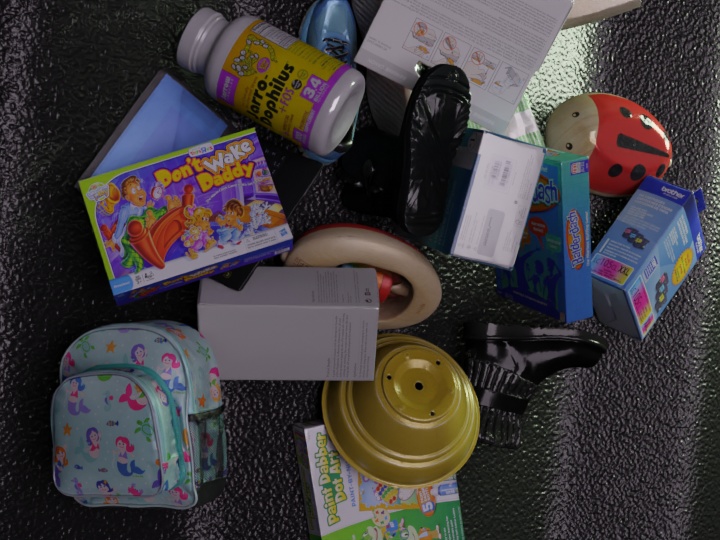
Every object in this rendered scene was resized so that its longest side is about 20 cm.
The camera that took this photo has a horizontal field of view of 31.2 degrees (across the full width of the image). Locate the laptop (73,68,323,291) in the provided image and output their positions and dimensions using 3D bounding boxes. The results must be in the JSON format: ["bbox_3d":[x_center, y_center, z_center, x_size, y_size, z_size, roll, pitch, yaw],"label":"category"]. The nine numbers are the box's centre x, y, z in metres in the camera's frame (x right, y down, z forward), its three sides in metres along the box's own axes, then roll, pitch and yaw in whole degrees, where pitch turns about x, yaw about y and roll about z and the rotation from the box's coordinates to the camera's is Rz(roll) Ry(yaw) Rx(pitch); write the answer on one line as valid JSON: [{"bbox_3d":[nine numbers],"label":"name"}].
[{"bbox_3d":[-0.177,-0.104,1.436,0.178,0.199,0.103,-57,149,-15],"label":"laptop"}]

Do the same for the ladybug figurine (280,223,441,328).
[{"bbox_3d":[0.000,0.000,1.525,0.199,0.136,0.072,20,39,-19],"label":"ladybug figurine"}]

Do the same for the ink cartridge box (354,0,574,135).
[{"bbox_3d":[0.118,-0.279,1.488,0.199,0.045,0.177,27,108,-1],"label":"ink cartridge box"}]

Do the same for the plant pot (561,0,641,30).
[{"bbox_3d":[0.193,-0.374,1.570,0.177,0.200,0.200,-27,104,-8],"label":"plant pot"}]

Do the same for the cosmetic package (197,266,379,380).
[{"bbox_3d":[-0.082,0.060,1.451,0.199,0.085,0.108,3,124,-4],"label":"cosmetic package"}]

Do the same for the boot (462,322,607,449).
[{"bbox_3d":[0.216,0.151,1.659,0.210,0.079,0.159,4,83,-16],"label":"boot"}]

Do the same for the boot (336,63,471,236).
[{"bbox_3d":[0.043,-0.150,1.500,0.076,0.168,0.201,2,105,-32],"label":"boot"}]

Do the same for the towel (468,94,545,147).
[{"bbox_3d":[0.163,-0.180,1.651,0.152,0.023,0.201,-26,104,-22],"label":"towel"}]

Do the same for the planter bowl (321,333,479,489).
[{"bbox_3d":[0.059,0.151,1.532,0.199,0.084,0.201,6,62,-12],"label":"planter bowl"}]

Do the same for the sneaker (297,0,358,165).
[{"bbox_3d":[-0.024,-0.226,1.519,0.078,0.090,0.201,-1,92,-26],"label":"sneaker"}]

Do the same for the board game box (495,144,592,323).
[{"bbox_3d":[0.222,-0.051,1.595,0.045,0.152,0.201,-13,108,-26],"label":"board game box"}]

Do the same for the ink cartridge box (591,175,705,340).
[{"bbox_3d":[0.385,-0.028,1.709,0.200,0.076,0.137,-54,144,-16],"label":"ink cartridge box"}]

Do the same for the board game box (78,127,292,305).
[{"bbox_3d":[-0.188,-0.059,1.394,0.199,0.045,0.135,-18,76,-9],"label":"board game box"}]

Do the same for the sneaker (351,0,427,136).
[{"bbox_3d":[0.050,-0.260,1.561,0.079,0.078,0.201,-22,109,-36],"label":"sneaker"}]

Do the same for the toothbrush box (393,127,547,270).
[{"bbox_3d":[0.125,-0.092,1.525,0.085,0.200,0.147,14,96,-18],"label":"toothbrush box"}]

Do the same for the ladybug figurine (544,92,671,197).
[{"bbox_3d":[0.339,-0.166,1.711,0.199,0.072,0.136,8,88,-26],"label":"ladybug figurine"}]

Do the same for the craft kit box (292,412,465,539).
[{"bbox_3d":[0.025,0.265,1.593,0.197,0.048,0.201,-12,97,-23],"label":"craft kit box"}]

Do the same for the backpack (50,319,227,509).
[{"bbox_3d":[-0.239,0.153,1.381,0.150,0.177,0.201,8,81,-67],"label":"backpack"}]

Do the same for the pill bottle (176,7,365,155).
[{"bbox_3d":[-0.102,-0.216,1.437,0.199,0.104,0.105,28,78,9],"label":"pill bottle"}]
